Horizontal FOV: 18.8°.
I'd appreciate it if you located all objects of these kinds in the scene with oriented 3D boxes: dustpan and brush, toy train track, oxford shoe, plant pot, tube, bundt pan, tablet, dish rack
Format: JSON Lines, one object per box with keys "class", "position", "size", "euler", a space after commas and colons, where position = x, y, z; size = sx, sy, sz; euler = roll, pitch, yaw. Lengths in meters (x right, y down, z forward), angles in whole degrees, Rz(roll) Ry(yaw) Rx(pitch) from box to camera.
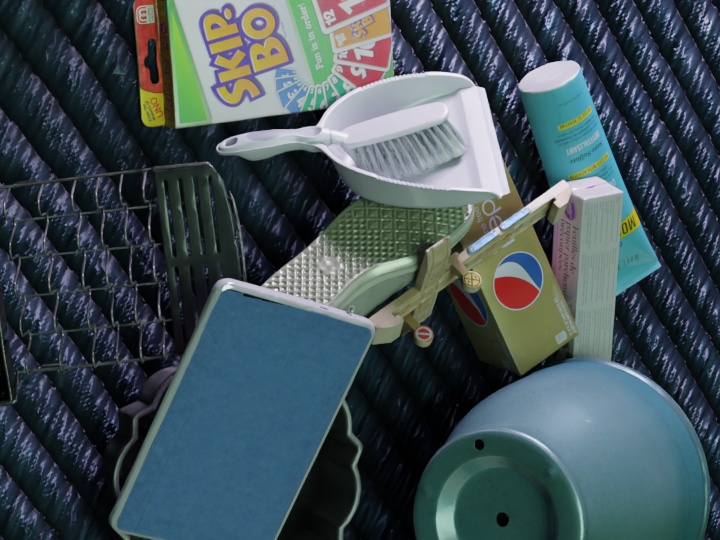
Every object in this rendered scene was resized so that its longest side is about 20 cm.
{"class": "dustpan and brush", "position": [-0.002, -0.092, 1.573], "size": [0.198, 0.140, 0.057], "euler": [-13, 132, 3]}
{"class": "toy train track", "position": [0.087, 0.000, 1.586], "size": [0.200, 0.115, 0.033], "euler": [-36, 69, -26]}
{"class": "oxford shoe", "position": [0.000, 0.000, 1.566], "size": [0.200, 0.075, 0.058], "euler": [-37, 148, -25]}
{"class": "plant pot", "position": [0.135, 0.174, 1.612], "size": [0.188, 0.199, 0.202], "euler": [-8, 105, -63]}
{"class": "tube", "position": [0.179, -0.067, 1.727], "size": [0.077, 0.050, 0.201], "euler": [-29, 117, -12]}
{"class": "bundt pan", "position": [-0.102, 0.147, 1.589], "size": [0.201, 0.076, 0.204], "euler": [-5, 102, -27]}
{"class": "tablet", "position": [-0.082, 0.107, 1.510], "size": [0.129, 0.014, 0.201], "euler": [16, 109, -29]}
{"class": "dish rack", "position": [-0.178, 0.004, 1.498], "size": [0.198, 0.055, 0.155], "euler": [-7, 102, -1]}

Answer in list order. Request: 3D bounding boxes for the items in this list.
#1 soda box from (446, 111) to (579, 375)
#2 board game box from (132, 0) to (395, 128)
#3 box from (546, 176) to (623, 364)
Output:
{"class": "soda box", "position": [0.092, -0.023, 1.670], "size": [0.064, 0.068, 0.201], "euler": [-34, 113, -19]}
{"class": "board game box", "position": [-0.068, -0.161, 1.584], "size": [0.199, 0.030, 0.096], "euler": [-9, 103, -25]}
{"class": "box", "position": [0.175, 0.027, 1.718], "size": [0.041, 0.039, 0.201], "euler": [-13, 117, -27]}
